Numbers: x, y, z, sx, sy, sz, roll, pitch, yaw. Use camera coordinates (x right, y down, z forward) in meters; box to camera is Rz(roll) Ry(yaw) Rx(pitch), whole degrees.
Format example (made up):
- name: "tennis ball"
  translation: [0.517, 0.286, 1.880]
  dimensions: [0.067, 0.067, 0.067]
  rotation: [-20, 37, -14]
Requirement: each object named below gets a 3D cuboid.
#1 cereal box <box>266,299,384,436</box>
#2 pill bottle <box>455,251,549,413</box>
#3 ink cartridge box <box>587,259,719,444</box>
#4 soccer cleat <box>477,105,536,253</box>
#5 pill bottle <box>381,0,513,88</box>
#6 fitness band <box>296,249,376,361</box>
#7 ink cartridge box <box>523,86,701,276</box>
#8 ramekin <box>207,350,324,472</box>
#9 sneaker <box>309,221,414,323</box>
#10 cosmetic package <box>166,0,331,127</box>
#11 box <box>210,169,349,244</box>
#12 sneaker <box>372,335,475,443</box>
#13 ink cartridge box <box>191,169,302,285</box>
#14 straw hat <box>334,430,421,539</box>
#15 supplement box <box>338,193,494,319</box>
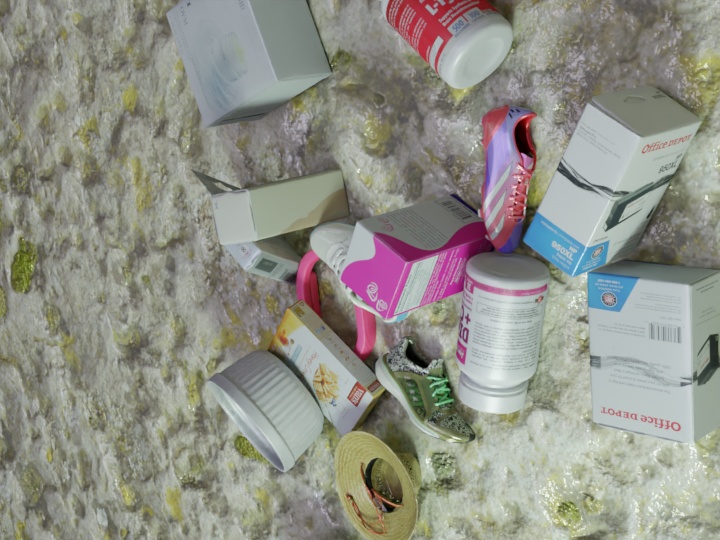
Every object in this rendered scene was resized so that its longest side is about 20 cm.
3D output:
- name: "cereal box"
  translation: [-0.058, 0.159, 1.896]
  dimensions: [0.200, 0.040, 0.144]
  rotation: [46, 142, 15]
- name: "pill bottle"
  translation: [0.190, 0.085, 1.607]
  dimensions: [0.113, 0.113, 0.200]
  rotation: [22, 117, 39]
- name: "ink cartridge box"
  translation: [0.364, 0.097, 1.457]
  dimensions: [0.145, 0.084, 0.200]
  rotation: [8, 108, 43]
- name: "soccer cleat"
  translation: [0.202, -0.120, 1.573]
  dimensions: [0.076, 0.067, 0.200]
  rotation: [4, 102, 40]
- name: "pill bottle"
  translation: [0.100, -0.345, 1.568]
  dimensions: [0.200, 0.112, 0.112]
  rotation: [49, 132, 23]
- name: "fitness band"
  translation: [-0.040, 0.056, 1.887]
  dimensions: [0.144, 0.037, 0.200]
  rotation: [2, 105, 45]
- name: "ink cartridge box"
  translation: [0.299, -0.107, 1.405]
  dimensions: [0.084, 0.145, 0.200]
  rotation: [40, 128, 28]
- name: "ramekin"
  translation: [-0.150, 0.225, 1.950]
  dimensions: [0.200, 0.105, 0.200]
  rotation: [45, 163, 17]
- name: "sneaker"
  translation: [0.000, 0.000, 1.771]
  dimensions: [0.200, 0.081, 0.077]
  rotation: [37, 125, 15]
- name: "cosmetic package"
  translation: [-0.177, -0.355, 1.839]
  dimensions: [0.200, 0.123, 0.200]
  rotation: [-23, 86, 45]
- name: "box"
  translation: [-0.121, -0.099, 1.802]
  dimensions: [0.095, 0.200, 0.078]
  rotation: [-4, 99, 46]
- name: "sneaker"
  translation: [0.103, 0.175, 1.758]
  dimensions: [0.200, 0.077, 0.089]
  rotation: [44, 121, 24]
- name: "ink cartridge box"
  translation: [-0.189, -0.068, 1.912]
  dimensions: [0.200, 0.163, 0.057]
  rotation: [44, 101, 25]
- name: "straw hat"
  translation: [0.049, 0.328, 1.845]
  dimensions: [0.201, 0.085, 0.201]
  rotation: [24, 123, 43]
- name: "supplement box"
  translation: [0.082, -0.022, 1.620]
  dimensions: [0.101, 0.200, 0.103]
  rotation: [41, 128, 30]
